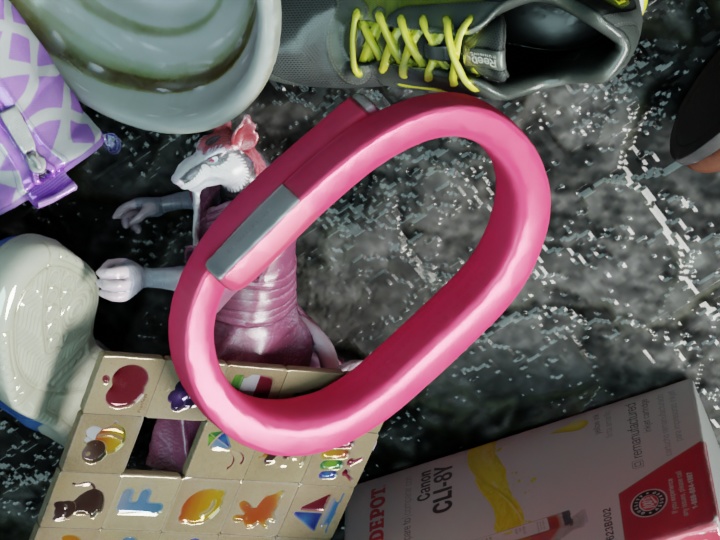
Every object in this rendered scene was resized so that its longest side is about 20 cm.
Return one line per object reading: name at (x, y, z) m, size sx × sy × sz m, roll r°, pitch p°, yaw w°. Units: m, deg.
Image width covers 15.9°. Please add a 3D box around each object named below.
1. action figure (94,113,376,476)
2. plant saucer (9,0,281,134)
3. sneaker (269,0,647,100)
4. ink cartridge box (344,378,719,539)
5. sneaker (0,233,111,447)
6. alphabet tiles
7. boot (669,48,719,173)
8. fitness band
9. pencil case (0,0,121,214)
action figure at (-0.054, 0.012, 1.257) m, size 0.149 × 0.134 × 0.200 m, roll 6°, pitch 122°, yaw -1°
plant saucer at (-0.109, -0.159, 1.187) m, size 0.200 × 0.050 × 0.200 m, roll 24°, pitch 138°, yaw 24°
sneaker at (0.038, -0.119, 1.214) m, size 0.200 × 0.085 × 0.075 m, roll -7°, pitch 116°, yaw 3°
ink cartridge box at (0.094, 0.151, 1.322) m, size 0.200 × 0.145 × 0.083 m, roll -19°, pitch 115°, yaw 11°
sneaker at (-0.181, 0.020, 1.249) m, size 0.111 × 0.200 × 0.077 m, roll 29°, pitch 77°, yaw 17°
alphabet tiles at (-0.085, 0.128, 1.272) m, size 0.167 × 0.008 × 0.200 m, roll 6°, pitch 120°, yaw -33°
boot at (0.276, -0.061, 1.267) m, size 0.188 × 0.068 × 0.200 m, roll -40°, pitch 118°, yaw 12°
fitness band at (0.000, 0.000, 1.210) m, size 0.200 × 0.037 × 0.144 m, roll -42°, pitch 132°, yaw -2°
pencil case at (-0.202, -0.112, 1.204) m, size 0.084 × 0.086 × 0.200 m, roll -36°, pitch 105°, yaw -2°
